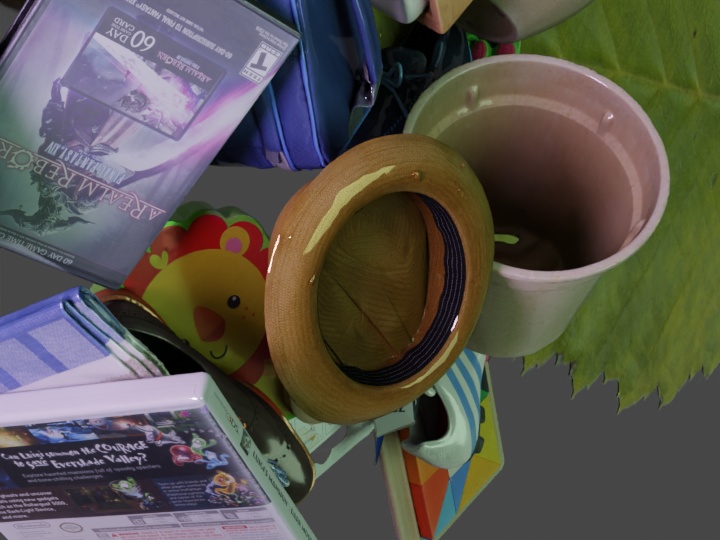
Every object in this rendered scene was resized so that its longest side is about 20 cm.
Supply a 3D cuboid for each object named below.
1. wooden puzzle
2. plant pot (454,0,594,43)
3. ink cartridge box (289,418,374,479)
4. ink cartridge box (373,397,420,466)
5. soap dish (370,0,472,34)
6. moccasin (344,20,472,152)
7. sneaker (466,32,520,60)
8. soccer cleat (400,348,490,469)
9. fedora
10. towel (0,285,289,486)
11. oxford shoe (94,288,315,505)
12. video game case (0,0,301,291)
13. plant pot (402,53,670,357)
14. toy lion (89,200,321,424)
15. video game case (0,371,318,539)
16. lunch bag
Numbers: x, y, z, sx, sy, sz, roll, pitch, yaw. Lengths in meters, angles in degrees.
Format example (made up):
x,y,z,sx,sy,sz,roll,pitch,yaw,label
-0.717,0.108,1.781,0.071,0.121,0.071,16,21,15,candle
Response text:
x,y,z,sx,sy,sz,roll,pitch,yaw,label
0.086,0.172,1.212,0.185,0.037,0.203,-38,130,-42,wooden puzzle
0.117,-0.262,0.982,0.136,0.199,0.200,-61,143,-7,plant pot
-0.050,0.071,0.987,0.162,0.050,0.203,-35,133,-44,ink cartridge box
0.028,0.048,1.005,0.100,0.039,0.203,-71,160,-65,ink cartridge box
0.017,-0.284,0.858,0.080,0.157,0.202,-25,125,-15,soap dish
0.027,-0.151,1.002,0.201,0.079,0.069,-61,140,-45,moccasin
0.099,-0.134,1.112,0.084,0.076,0.203,9,96,-74,sneaker
0.074,0.074,1.113,0.086,0.069,0.203,15,71,-42,soccer cleat
0.000,0.000,0.804,0.199,0.081,0.203,-19,122,-33,fedora
-0.153,0.091,0.736,0.200,0.145,0.024,48,35,-34,towel
-0.101,0.094,0.786,0.200,0.072,0.071,41,85,-22,oxford shoe
-0.144,-0.087,0.700,0.142,0.019,0.201,24,113,-38,video game case
0.122,-0.031,0.971,0.201,0.199,0.184,-54,164,-29,plant pot
-0.116,0.063,0.841,0.200,0.069,0.192,-46,119,-7,toy lion
-0.144,0.132,0.745,0.183,0.197,0.024,64,27,-42,video game case
-0.057,-0.156,0.792,0.136,0.130,0.202,-62,147,-50,lunch bag
